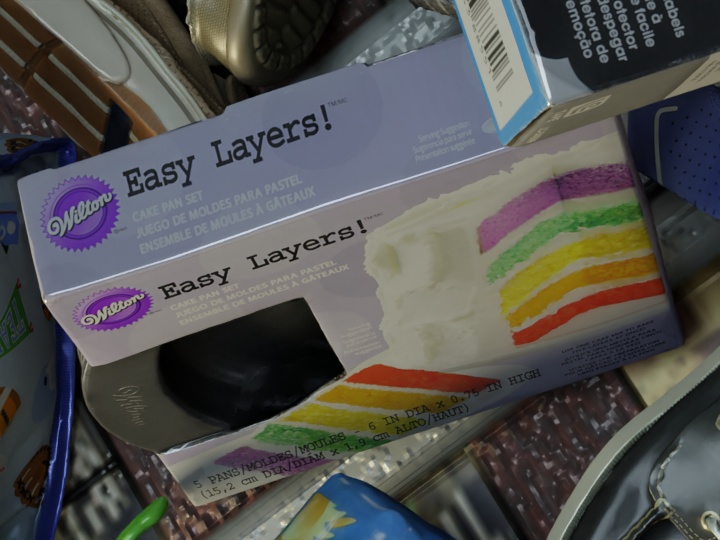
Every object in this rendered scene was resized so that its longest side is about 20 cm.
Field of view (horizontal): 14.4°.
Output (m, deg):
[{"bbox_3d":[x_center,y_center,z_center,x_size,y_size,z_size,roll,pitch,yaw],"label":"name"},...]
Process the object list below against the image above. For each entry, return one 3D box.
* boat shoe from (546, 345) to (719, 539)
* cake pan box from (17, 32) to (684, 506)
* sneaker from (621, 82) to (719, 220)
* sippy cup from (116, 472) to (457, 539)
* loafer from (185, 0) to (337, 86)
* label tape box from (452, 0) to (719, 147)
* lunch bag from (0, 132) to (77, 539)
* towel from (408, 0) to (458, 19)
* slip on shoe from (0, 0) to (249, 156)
[{"bbox_3d":[0.129,0.074,0.952,0.200,0.072,0.068,-48,29,2],"label":"boat shoe"},{"bbox_3d":[0.000,0.000,0.950,0.199,0.184,0.053,-17,60,4],"label":"cake pan box"},{"bbox_3d":[0.156,-0.109,0.947,0.201,0.080,0.115,-69,21,4],"label":"sneaker"},{"bbox_3d":[-0.003,0.149,1.002,0.139,0.178,0.131,29,86,51],"label":"sippy cup"},{"bbox_3d":[-0.047,-0.165,1.079,0.067,0.076,0.201,-4,74,24],"label":"loafer"},{"bbox_3d":[0.115,-0.137,0.846,0.199,0.063,0.145,-18,83,-12],"label":"label tape box"},{"bbox_3d":[-0.205,0.047,1.104,0.169,0.124,0.202,6,101,25],"label":"lunch bag"},{"bbox_3d":[0.081,-0.176,0.978,0.201,0.085,0.165,-65,25,2],"label":"towel"},{"bbox_3d":[-0.062,-0.049,1.079,0.061,0.076,0.200,-37,76,-30],"label":"slip on shoe"}]
